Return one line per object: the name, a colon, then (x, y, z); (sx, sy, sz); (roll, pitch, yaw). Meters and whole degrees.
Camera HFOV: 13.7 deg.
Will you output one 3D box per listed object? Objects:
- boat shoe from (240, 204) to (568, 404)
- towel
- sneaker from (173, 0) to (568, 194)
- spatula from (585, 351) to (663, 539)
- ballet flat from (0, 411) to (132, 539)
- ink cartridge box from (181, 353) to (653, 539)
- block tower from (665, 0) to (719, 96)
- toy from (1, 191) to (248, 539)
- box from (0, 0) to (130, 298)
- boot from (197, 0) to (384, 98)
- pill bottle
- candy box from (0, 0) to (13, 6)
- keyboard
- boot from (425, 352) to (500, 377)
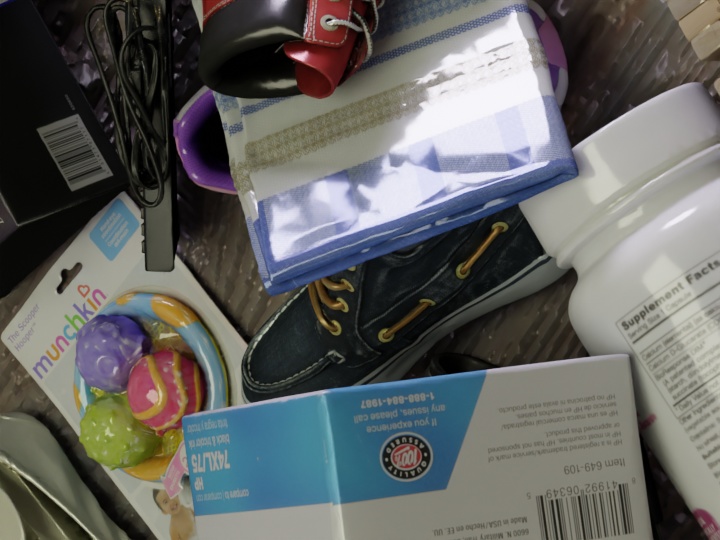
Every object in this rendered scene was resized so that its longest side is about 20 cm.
boat shoe: (0.000, 0.000, 1.355); (0.200, 0.091, 0.071); (-34, 49, 28)
towel: (0.007, -0.086, 1.295); (0.147, 0.024, 0.200); (-22, 48, 8)
sneaker: (-0.003, -0.072, 1.355); (0.200, 0.088, 0.081); (-13, 92, 32)
spatula: (0.130, 0.131, 1.351); (0.056, 0.021, 0.200); (-14, 88, 58)
ballet flat: (-0.138, 0.156, 1.499); (0.200, 0.069, 0.069); (49, 120, 14)
ink cartridge box: (0.029, 0.146, 1.245); (0.146, 0.146, 0.200); (-14, 83, 63)
block tower: (0.178, -0.093, 1.246); (0.054, 0.058, 0.200); (-37, 72, 31)
toy: (-0.099, 0.072, 1.467); (0.200, 0.047, 0.115); (48, 118, 14)
box: (-0.218, -0.089, 1.471); (0.141, 0.079, 0.200); (-38, 79, 51)
boot: (0.019, -0.146, 1.279); (0.200, 0.072, 0.144); (-22, 50, 16)
pill bottle: (0.159, 0.029, 1.259); (0.113, 0.113, 0.200); (-38, 78, 32)
candy box: (-0.161, -0.214, 1.338); (0.200, 0.077, 0.169); (-19, 73, 37)
keyboard: (-0.107, -0.101, 1.404); (0.040, 0.104, 0.200); (-2, 100, -1)
boot: (0.074, 0.141, 1.360); (0.200, 0.070, 0.132); (43, 117, 19)
